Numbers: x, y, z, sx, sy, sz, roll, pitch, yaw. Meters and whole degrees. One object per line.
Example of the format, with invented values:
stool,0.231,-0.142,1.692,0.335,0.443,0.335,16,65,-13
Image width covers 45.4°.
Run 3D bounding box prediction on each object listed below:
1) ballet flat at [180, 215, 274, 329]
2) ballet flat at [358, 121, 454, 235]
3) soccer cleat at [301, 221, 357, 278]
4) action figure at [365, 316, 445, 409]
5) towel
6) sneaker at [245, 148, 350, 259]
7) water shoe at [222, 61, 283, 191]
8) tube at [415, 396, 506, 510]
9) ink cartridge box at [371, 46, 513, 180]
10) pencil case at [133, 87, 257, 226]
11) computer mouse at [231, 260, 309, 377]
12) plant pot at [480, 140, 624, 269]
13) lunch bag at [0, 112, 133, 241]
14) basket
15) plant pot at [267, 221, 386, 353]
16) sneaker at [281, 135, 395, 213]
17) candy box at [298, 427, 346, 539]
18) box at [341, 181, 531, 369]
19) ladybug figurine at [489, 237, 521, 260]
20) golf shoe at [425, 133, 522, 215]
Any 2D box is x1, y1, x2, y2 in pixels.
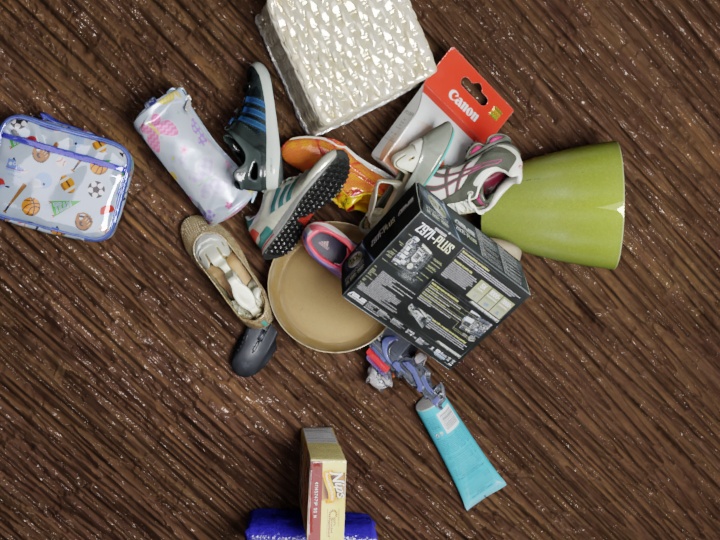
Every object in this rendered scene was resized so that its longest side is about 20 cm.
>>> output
ballet flat,-0.194,-0.001,1.264,0.070,0.065,0.201,-40,92,-4
ballet flat,0.060,-0.128,1.211,0.063,0.068,0.201,23,109,-20
soccer cleat,0.000,0.000,1.232,0.199,0.076,0.067,37,97,-5
action figure,0.093,0.122,1.309,0.193,0.105,0.201,-39,64,5
towel,-0.077,0.390,1.304,0.197,0.148,0.050,3,79,-8
sneaker,-0.100,-0.113,1.238,0.200,0.070,0.094,-50,64,25
water shoe,-0.158,-0.209,1.221,0.078,0.072,0.202,-7,68,-9
tube,0.157,0.286,1.373,0.077,0.050,0.201,-30,105,1
ink cartridge box,0.134,-0.199,1.281,0.162,0.050,0.201,36,95,-32
pencil case,-0.237,-0.164,1.243,0.090,0.083,0.201,-37,100,-6
computer mouse,-0.136,0.074,1.311,0.058,0.034,0.202,28,92,-9
plant pot,0.279,-0.097,1.288,0.197,0.187,0.190,1,97,8
lunch bag,-0.430,-0.134,1.225,0.198,0.076,0.162,16,92,-11
basket,-0.022,-0.316,1.217,0.196,0.161,0.202,-26,101,-5
plant pot,-0.040,0.026,1.289,0.197,0.028,0.203,2,74,-6
sneaker,-0.028,-0.135,1.270,0.198,0.073,0.078,26,54,-8
candy box,-0.058,0.309,1.262,0.055,0.200,0.117,3,92,-8
box,0.098,0.010,1.160,0.199,0.086,0.164,34,116,-20
ladybug figurine,0.135,-0.013,1.266,0.197,0.136,0.073,5,87,19
golf shoe,0.142,-0.111,1.227,0.199,0.089,0.077,-38,126,20
